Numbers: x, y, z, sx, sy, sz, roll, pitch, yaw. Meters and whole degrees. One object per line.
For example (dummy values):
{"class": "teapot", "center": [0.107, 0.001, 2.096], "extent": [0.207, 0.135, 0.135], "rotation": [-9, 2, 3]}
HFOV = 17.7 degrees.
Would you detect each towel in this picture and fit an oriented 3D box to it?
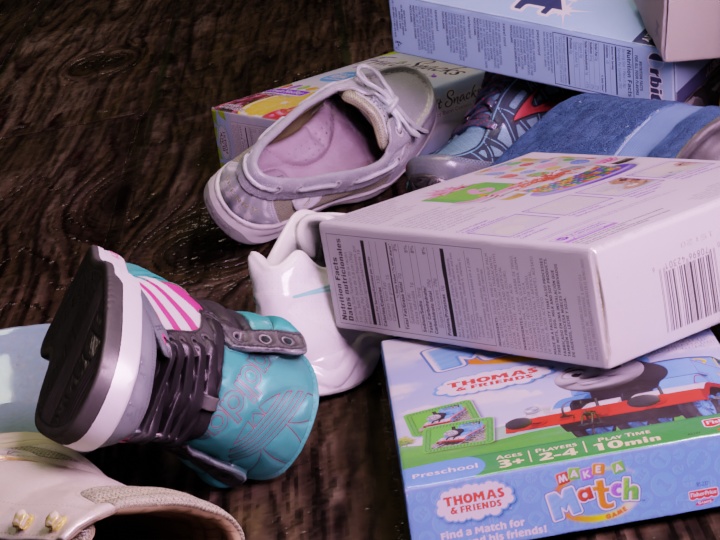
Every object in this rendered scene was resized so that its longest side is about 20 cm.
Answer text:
{"class": "towel", "center": [0.154, -0.053, 1.285], "extent": [0.112, 0.049, 0.200], "rotation": [-45, 28, -17]}

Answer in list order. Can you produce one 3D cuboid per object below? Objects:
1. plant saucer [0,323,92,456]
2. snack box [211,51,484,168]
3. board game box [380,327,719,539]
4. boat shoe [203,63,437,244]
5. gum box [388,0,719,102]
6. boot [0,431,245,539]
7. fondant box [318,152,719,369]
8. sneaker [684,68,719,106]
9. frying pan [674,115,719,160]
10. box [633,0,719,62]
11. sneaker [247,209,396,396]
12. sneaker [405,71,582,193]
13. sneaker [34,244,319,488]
{"class": "plant saucer", "center": [-0.189, 0.076, 1.143], "extent": [0.201, 0.039, 0.201], "rotation": [-10, 16, 3]}
{"class": "snack box", "center": [0.015, -0.113, 1.637], "extent": [0.200, 0.053, 0.142], "rotation": [-20, 19, -30]}
{"class": "board game box", "center": [0.089, 0.062, 1.017], "extent": [0.151, 0.037, 0.200], "rotation": [-10, 15, 0]}
{"class": "boat shoe", "center": [-0.014, -0.083, 1.480], "extent": [0.202, 0.074, 0.065], "rotation": [-29, -10, -40]}
{"class": "gum box", "center": [0.147, -0.173, 1.445], "extent": [0.200, 0.045, 0.170], "rotation": [16, 38, 31]}
{"class": "boot", "center": [-0.163, 0.117, 0.918], "extent": [0.200, 0.072, 0.155], "rotation": [-13, 14, -36]}
{"class": "fondant box", "center": [0.097, -0.010, 1.098], "extent": [0.144, 0.058, 0.200], "rotation": [-19, 16, -34]}
{"class": "sneaker", "center": [0.201, -0.105, 1.449], "extent": [0.086, 0.080, 0.200], "rotation": [0, 18, 38]}
{"class": "frying pan", "center": [0.243, -0.044, 1.144], "extent": [0.190, 0.031, 0.115], "rotation": [0, 49, 27]}
{"class": "box", "center": [0.263, -0.174, 1.333], "extent": [0.200, 0.068, 0.082], "rotation": [-6, 35, -7]}
{"class": "sneaker", "center": [0.000, 0.000, 1.214], "extent": [0.070, 0.080, 0.200], "rotation": [-5, 15, 24]}
{"class": "sneaker", "center": [0.091, -0.102, 1.475], "extent": [0.079, 0.096, 0.200], "rotation": [3, 20, 40]}
{"class": "sneaker", "center": [-0.076, 0.053, 1.012], "extent": [0.121, 0.084, 0.200], "rotation": [26, 8, -11]}
